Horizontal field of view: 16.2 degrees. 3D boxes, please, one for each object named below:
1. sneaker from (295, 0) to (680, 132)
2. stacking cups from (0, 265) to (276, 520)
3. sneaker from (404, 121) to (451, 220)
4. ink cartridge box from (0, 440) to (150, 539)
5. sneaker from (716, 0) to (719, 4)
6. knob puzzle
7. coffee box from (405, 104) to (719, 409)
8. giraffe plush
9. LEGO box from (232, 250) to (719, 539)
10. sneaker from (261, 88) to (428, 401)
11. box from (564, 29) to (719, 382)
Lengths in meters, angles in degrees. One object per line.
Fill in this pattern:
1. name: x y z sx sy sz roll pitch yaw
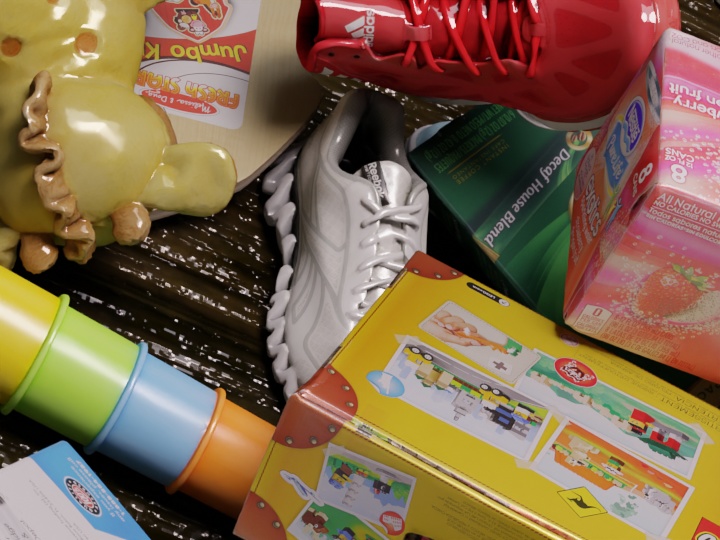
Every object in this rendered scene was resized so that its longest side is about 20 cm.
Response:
1. sneaker: 0.044 -0.102 1.149 0.115 0.199 0.079 0 89 -38
2. stacking cups: -0.087 0.059 1.082 0.199 0.061 0.061 27 41 -13
3. sneaker: 0.129 -0.065 1.293 0.199 0.131 0.080 13 46 -24
4. ink cartridge box: -0.127 0.140 0.900 0.116 0.068 0.200 49 15 6
5. sneaker: 0.250 -0.248 1.585 0.074 0.085 0.201 11 46 -26
6. knob puzzle: -0.116 -0.098 1.227 0.218 0.031 0.221 9 55 -13
7. coffee box: 0.128 -0.012 1.207 0.123 0.044 0.200 -34 66 -8
8. giraffe plush: -0.126 -0.085 1.112 0.200 0.172 0.163 -15 85 -55
9. LEGO box: 0.072 0.093 1.034 0.199 0.078 0.149 28 30 9
10. sneaker: 0.000 0.000 1.182 0.075 0.081 0.201 13 47 -27
11. box: 0.196 -0.006 1.083 0.199 0.095 0.103 21 45 -10
